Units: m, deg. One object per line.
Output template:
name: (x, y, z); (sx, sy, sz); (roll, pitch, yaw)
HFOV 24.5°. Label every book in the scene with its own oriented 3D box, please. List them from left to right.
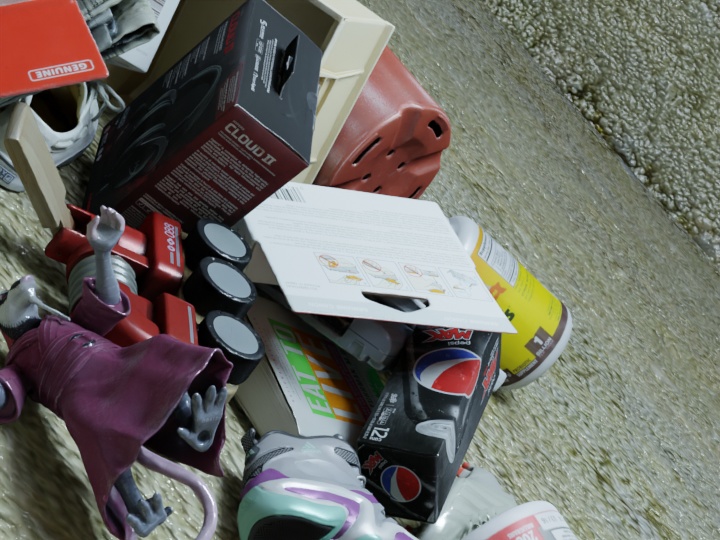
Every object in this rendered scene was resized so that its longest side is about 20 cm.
book: (-0.034, 0.096, 1.295); (0.200, 0.048, 0.134); (23, 32, -59)

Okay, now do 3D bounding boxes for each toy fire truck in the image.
toy fire truck: (-0.167, 0.001, 1.089); (0.200, 0.129, 0.176); (26, 27, -23)

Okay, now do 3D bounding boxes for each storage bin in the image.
storage bin: (-0.108, -0.172, 1.356); (0.200, 0.199, 0.094); (38, 22, 21)

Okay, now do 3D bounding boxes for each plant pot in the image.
plant pot: (-0.035, -0.143, 1.471); (0.195, 0.201, 0.201); (46, 16, 26)

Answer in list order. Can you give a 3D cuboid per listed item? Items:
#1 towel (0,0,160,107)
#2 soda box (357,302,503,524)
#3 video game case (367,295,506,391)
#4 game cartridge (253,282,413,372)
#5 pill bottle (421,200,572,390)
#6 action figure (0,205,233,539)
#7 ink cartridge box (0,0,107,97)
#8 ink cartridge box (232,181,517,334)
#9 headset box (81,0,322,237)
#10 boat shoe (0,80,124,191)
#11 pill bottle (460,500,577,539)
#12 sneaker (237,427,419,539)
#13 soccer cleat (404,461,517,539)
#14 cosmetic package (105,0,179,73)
towel: (-0.256, -0.198, 1.169); (0.200, 0.192, 0.035); (60, -7, 34)
soda box: (0.056, 0.103, 1.278); (0.063, 0.071, 0.200); (10, 34, 14)
video game case: (0.021, 0.027, 1.459); (0.182, 0.023, 0.200); (40, -5, -22)
game cartridge: (-0.041, 0.015, 1.346); (0.200, 0.041, 0.133); (35, 1, 15)
pill bottle: (0.110, 0.022, 1.656); (0.200, 0.109, 0.109); (41, 20, -19)
action figure: (-0.156, 0.065, 0.987); (0.200, 0.134, 0.149); (31, -31, 37)
ink cartridge box: (-0.283, -0.179, 1.076); (0.200, 0.044, 0.174); (-14, 51, -19)
ink cartridge box: (0.000, 0.000, 1.269); (0.200, 0.044, 0.174); (7, 36, -30)
headset box: (-0.112, -0.098, 1.222); (0.077, 0.200, 0.149); (38, 33, -26)
boat shoe: (-0.224, -0.130, 1.249); (0.075, 0.086, 0.202); (46, 19, -7)
pill bottle: (0.147, 0.280, 1.208); (0.114, 0.114, 0.200); (15, 36, -58)
sneaker: (-0.003, 0.170, 1.154); (0.200, 0.078, 0.140); (38, 22, -29)
soccer cleat: (0.088, 0.199, 1.306); (0.078, 0.069, 0.200); (36, 13, 11)
cosmetic package: (-0.226, -0.227, 1.281); (0.200, 0.102, 0.071); (20, -6, 45)
